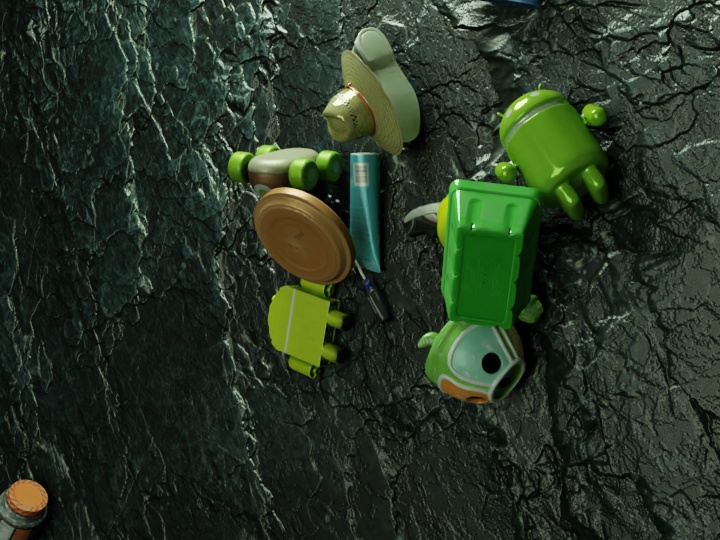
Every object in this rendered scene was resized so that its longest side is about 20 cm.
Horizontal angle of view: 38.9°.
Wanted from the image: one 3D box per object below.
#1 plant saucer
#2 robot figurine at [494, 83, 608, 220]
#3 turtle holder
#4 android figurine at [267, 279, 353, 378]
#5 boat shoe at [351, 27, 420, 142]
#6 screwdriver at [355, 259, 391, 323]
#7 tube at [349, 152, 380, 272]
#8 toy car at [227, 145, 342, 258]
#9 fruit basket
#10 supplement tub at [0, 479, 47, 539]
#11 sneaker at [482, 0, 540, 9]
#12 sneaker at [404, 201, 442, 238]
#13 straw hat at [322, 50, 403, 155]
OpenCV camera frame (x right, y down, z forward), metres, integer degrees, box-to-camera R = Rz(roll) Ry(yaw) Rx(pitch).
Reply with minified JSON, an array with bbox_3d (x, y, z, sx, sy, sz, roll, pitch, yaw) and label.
[{"bbox_3d":[-0.101,-0.053,1.758,0.198,0.032,0.202,21,139,19],"label":"plant saucer"},{"bbox_3d":[0.276,-0.172,1.458,0.174,0.116,0.201,-33,65,9],"label":"robot figurine"},{"bbox_3d":[0.190,0.119,1.545,0.131,0.185,0.142,38,148,32],"label":"turtle holder"},{"bbox_3d":[-0.098,0.099,1.857,0.199,0.041,0.184,16,102,41],"label":"android figurine"},{"bbox_3d":[0.041,-0.303,1.707,0.204,0.071,0.060,68,156,6],"label":"boat shoe"},{"bbox_3d":[0.000,0.000,1.758,0.202,0.028,0.029,63,171,9],"label":"screwdriver"},{"bbox_3d":[0.007,-0.101,1.757,0.077,0.050,0.203,13,105,51],"label":"tube"},{"bbox_3d":[-0.131,-0.113,1.824,0.163,0.157,0.203,9,109,30],"label":"toy car"},{"bbox_3d":[0.178,-0.043,1.469,0.154,0.216,0.218,8,97,8],"label":"fruit basket"},{"bbox_3d":[-0.847,0.615,2.499,0.123,0.122,0.201,51,121,29],"label":"supplement tub"},{"bbox_3d":[0.201,-0.455,1.560,0.199,0.070,0.079,22,101,34],"label":"sneaker"},{"bbox_3d":[0.153,-0.067,1.599,0.199,0.080,0.087,-11,85,43],"label":"sneaker"},{"bbox_3d":[-0.016,-0.255,1.672,0.202,0.085,0.201,57,168,19],"label":"straw hat"}]
